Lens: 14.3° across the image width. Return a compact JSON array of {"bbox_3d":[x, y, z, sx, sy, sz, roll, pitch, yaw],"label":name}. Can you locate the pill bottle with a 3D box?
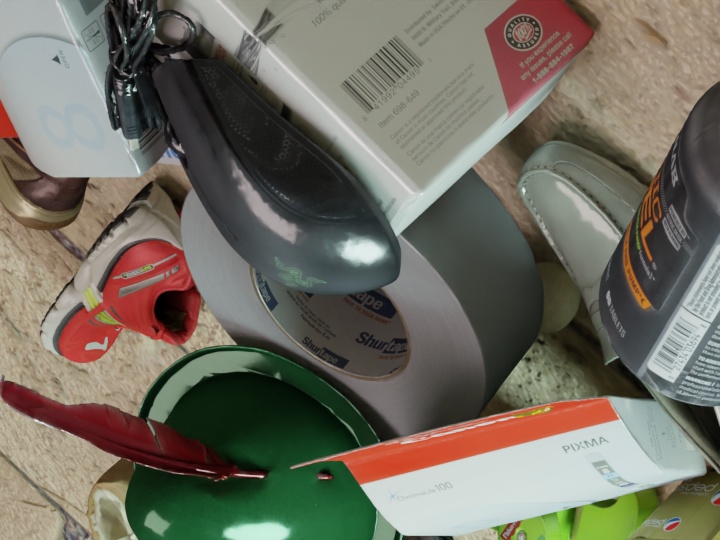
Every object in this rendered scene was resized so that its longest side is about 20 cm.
[{"bbox_3d":[0.190,-0.026,1.374,0.106,0.106,0.200,41,147,12],"label":"pill bottle"}]

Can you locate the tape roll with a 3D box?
[{"bbox_3d":[0.000,0.000,1.579,0.200,0.066,0.201,26,145,20],"label":"tape roll"}]

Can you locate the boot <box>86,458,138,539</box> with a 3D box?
[{"bbox_3d":[-0.086,0.078,1.739,0.066,0.200,0.176,20,139,39],"label":"boot"}]

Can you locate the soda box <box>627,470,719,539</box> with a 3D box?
[{"bbox_3d":[0.230,0.211,1.623,0.064,0.068,0.201,0,124,52],"label":"soda box"}]

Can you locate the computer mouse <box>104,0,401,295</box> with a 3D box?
[{"bbox_3d":[-0.066,-0.049,1.441,0.200,0.053,0.139,41,158,16],"label":"computer mouse"}]

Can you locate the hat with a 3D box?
[{"bbox_3d":[-0.098,0.142,1.577,0.199,0.176,0.166,31,119,12],"label":"hat"}]

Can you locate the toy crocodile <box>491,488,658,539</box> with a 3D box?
[{"bbox_3d":[0.089,0.134,1.717,0.199,0.067,0.062,14,102,43],"label":"toy crocodile"}]

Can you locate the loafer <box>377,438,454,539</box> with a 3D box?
[{"bbox_3d":[0.003,0.130,1.690,0.073,0.071,0.201,56,-170,-65],"label":"loafer"}]

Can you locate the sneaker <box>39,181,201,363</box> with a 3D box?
[{"bbox_3d":[-0.149,0.023,1.881,0.085,0.077,0.200,41,149,1],"label":"sneaker"}]

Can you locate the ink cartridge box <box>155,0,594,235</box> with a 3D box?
[{"bbox_3d":[-0.007,-0.132,1.460,0.200,0.146,0.085,46,152,4],"label":"ink cartridge box"}]

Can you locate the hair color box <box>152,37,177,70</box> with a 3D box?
[{"bbox_3d":[-0.081,-0.157,1.608,0.100,0.060,0.201,12,134,44],"label":"hair color box"}]

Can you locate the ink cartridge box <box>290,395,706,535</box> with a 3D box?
[{"bbox_3d":[0.077,0.106,1.536,0.159,0.200,0.048,-15,81,25],"label":"ink cartridge box"}]

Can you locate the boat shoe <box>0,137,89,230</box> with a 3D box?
[{"bbox_3d":[-0.222,-0.123,1.789,0.201,0.072,0.072,62,144,21],"label":"boat shoe"}]

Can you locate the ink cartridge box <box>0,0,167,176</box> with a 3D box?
[{"bbox_3d":[-0.216,-0.131,1.660,0.199,0.047,0.161,0,126,38],"label":"ink cartridge box"}]

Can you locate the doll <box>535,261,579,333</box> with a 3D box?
[{"bbox_3d":[0.041,0.000,1.642,0.199,0.048,0.137,16,137,42],"label":"doll"}]

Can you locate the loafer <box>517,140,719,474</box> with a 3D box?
[{"bbox_3d":[0.150,0.019,1.507,0.200,0.070,0.070,48,148,1],"label":"loafer"}]

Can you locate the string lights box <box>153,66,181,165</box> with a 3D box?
[{"bbox_3d":[-0.150,-0.162,1.689,0.102,0.059,0.201,8,131,47],"label":"string lights box"}]
